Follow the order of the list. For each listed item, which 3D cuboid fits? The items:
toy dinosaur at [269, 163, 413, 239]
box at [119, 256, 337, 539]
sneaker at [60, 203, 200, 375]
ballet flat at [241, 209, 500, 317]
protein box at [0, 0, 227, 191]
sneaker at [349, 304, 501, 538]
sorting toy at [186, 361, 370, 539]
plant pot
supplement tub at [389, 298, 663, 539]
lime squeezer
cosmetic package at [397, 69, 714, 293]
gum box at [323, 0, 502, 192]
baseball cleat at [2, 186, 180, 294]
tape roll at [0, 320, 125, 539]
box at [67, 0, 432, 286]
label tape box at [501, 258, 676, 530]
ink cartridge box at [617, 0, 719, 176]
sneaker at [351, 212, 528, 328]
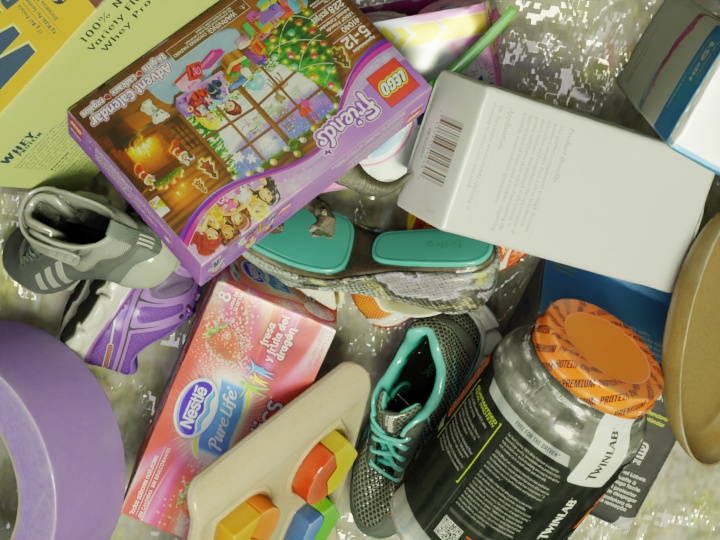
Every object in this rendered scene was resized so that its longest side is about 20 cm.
[{"bbox_3d":[-0.068,-0.069,1.208,0.198,0.077,0.103,-11,72,18],"label":"toy dinosaur"},{"bbox_3d":[-0.096,0.093,1.335,0.094,0.103,0.202,23,109,-6],"label":"box"},{"bbox_3d":[-0.142,-0.007,1.327,0.083,0.081,0.200,28,114,-27],"label":"sneaker"},{"bbox_3d":[0.000,0.000,1.272,0.198,0.072,0.073,8,109,12],"label":"ballet flat"},{"bbox_3d":[-0.203,-0.170,1.174,0.198,0.200,0.135,-44,79,13],"label":"protein box"},{"bbox_3d":[0.030,0.110,1.338,0.077,0.091,0.202,27,106,24],"label":"sneaker"},{"bbox_3d":[-0.062,0.184,1.304,0.036,0.185,0.201,33,137,25],"label":"sorting toy"},{"bbox_3d":[0.259,0.039,1.286,0.027,0.199,0.202,13,112,31],"label":"plant pot"},{"bbox_3d":[0.116,0.124,1.253,0.122,0.123,0.201,29,120,-9],"label":"supplement tub"},{"bbox_3d":[0.015,-0.126,1.229,0.198,0.038,0.071,-11,78,4],"label":"lime squeezer"},{"bbox_3d":[0.136,-0.060,1.227,0.198,0.074,0.103,15,99,-29],"label":"cosmetic package"},{"bbox_3d":[0.009,-0.125,1.278,0.198,0.066,0.115,-9,109,3],"label":"gum box"},{"bbox_3d":[-0.210,-0.028,1.255,0.106,0.199,0.070,28,68,-40],"label":"baseball cleat"},{"bbox_3d":[-0.275,0.142,1.315,0.198,0.085,0.203,6,103,28],"label":"tape roll"},{"bbox_3d":[-0.071,-0.104,1.169,0.200,0.039,0.137,-39,78,-19],"label":"box"},{"bbox_3d":[0.177,0.074,1.348,0.143,0.063,0.202,22,108,-8],"label":"label tape box"},{"bbox_3d":[0.267,-0.108,1.216,0.143,0.200,0.085,27,103,-9],"label":"ink cartridge box"},{"bbox_3d":[0.077,-0.031,1.310,0.199,0.073,0.078,-29,97,6],"label":"sneaker"}]
